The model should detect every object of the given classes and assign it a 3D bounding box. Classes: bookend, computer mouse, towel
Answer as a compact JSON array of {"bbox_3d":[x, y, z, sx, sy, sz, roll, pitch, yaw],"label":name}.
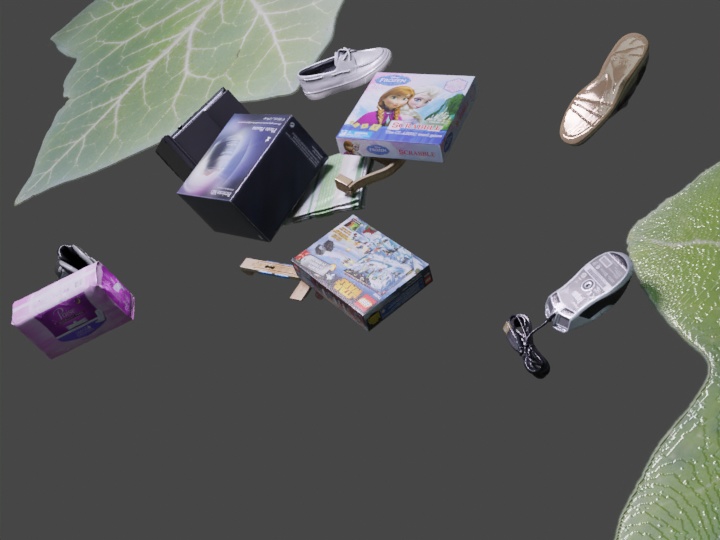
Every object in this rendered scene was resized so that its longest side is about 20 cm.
[{"bbox_3d":[-0.298,-0.280,1.884,0.199,0.092,0.200,-46,11,-11],"label":"bookend"},{"bbox_3d":[0.291,0.054,1.295,0.199,0.044,0.110,-38,36,6],"label":"computer mouse"},{"bbox_3d":[-0.070,-0.147,1.733,0.198,0.031,0.150,-12,44,28],"label":"towel"}]

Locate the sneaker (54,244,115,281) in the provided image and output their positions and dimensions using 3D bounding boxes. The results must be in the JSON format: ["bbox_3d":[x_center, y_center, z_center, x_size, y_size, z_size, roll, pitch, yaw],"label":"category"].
[{"bbox_3d":[-0.560,-0.017,1.865,0.199,0.116,0.075,18,63,42],"label":"sneaker"}]

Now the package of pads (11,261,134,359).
[{"bbox_3d":[-0.528,0.074,1.757,0.198,0.121,0.076,-25,42,12],"label":"package of pads"}]

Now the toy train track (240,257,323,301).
[{"bbox_3d":[-0.113,0.011,1.596,0.198,0.033,0.115,10,48,29],"label":"toy train track"}]

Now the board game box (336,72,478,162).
[{"bbox_3d":[0.085,-0.275,1.685,0.197,0.041,0.201,7,47,24],"label":"board game box"}]

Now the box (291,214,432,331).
[{"bbox_3d":[0.000,0.000,1.510,0.136,0.040,0.199,-36,44,-19],"label":"box"}]

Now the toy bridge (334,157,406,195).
[{"bbox_3d":[0.043,-0.200,1.677,0.067,0.027,0.200,29,59,30],"label":"toy bridge"}]

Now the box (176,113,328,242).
[{"bbox_3d":[-0.198,-0.173,1.738,0.199,0.123,0.200,11,63,50],"label":"box"}]

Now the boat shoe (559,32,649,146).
[{"bbox_3d":[0.394,-0.277,1.513,0.072,0.065,0.201,36,95,38],"label":"boat shoe"}]

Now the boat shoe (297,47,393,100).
[{"bbox_3d":[-0.034,-0.409,1.912,0.198,0.069,0.073,-14,46,23],"label":"boat shoe"}]
